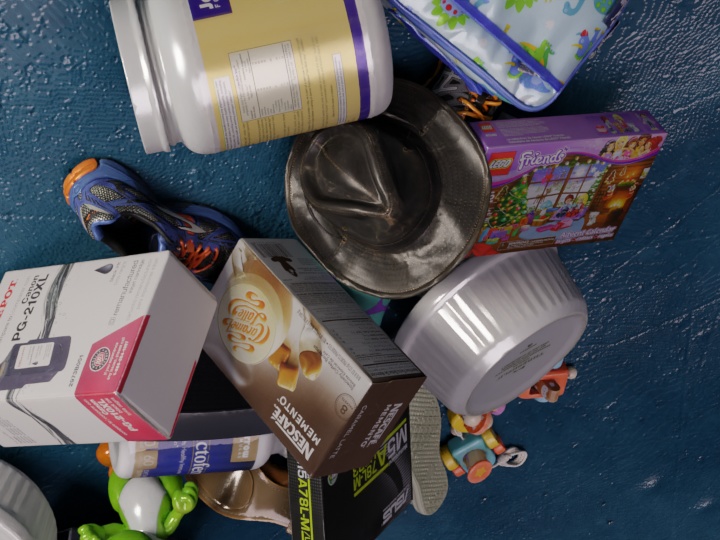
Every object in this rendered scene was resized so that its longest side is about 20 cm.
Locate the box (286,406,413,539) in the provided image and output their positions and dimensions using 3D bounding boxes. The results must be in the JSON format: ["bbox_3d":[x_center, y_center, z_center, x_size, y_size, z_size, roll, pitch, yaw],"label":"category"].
[{"bbox_3d":[-0.008,0.192,1.299,0.047,0.200,0.193,5,109,27],"label":"box"}]

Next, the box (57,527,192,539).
[{"bbox_3d":[-0.256,0.354,1.405,0.200,0.107,0.148,14,158,-28],"label":"box"}]

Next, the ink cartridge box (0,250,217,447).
[{"bbox_3d":[-0.245,0.071,1.116,0.200,0.145,0.084,-6,142,31],"label":"ink cartridge box"}]

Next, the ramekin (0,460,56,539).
[{"bbox_3d":[-0.404,0.273,1.284,0.202,0.094,0.203,4,121,6],"label":"ramekin"}]

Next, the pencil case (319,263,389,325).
[{"bbox_3d":[0.000,0.000,1.216,0.085,0.092,0.200,25,135,2],"label":"pencil case"}]

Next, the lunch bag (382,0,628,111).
[{"bbox_3d":[0.111,-0.234,1.020,0.200,0.082,0.161,36,96,-27],"label":"lunch bag"}]

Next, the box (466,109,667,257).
[{"bbox_3d":[0.171,-0.079,1.168,0.200,0.039,0.137,-7,137,-26],"label":"box"}]

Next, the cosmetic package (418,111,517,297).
[{"bbox_3d":[0.114,-0.056,1.240,0.082,0.051,0.200,17,124,-37],"label":"cosmetic package"}]

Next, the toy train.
[{"bbox_3d":[0.172,0.181,1.472,0.150,0.056,0.200,-1,130,-18],"label":"toy train"}]

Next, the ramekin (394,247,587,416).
[{"bbox_3d":[0.138,0.061,1.272,0.202,0.094,0.202,-31,155,-16],"label":"ramekin"}]

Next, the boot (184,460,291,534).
[{"bbox_3d":[-0.093,0.240,1.418,0.155,0.200,0.077,20,89,-75],"label":"boot"}]

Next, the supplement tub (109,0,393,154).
[{"bbox_3d":[-0.086,-0.173,1.001,0.200,0.145,0.146,-14,134,-7],"label":"supplement tub"}]

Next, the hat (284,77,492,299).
[{"bbox_3d":[0.008,-0.077,1.076,0.201,0.201,0.081,-38,161,16],"label":"hat"}]

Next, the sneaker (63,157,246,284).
[{"bbox_3d":[-0.180,-0.025,1.149,0.200,0.078,0.075,24,120,-34],"label":"sneaker"}]

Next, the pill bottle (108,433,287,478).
[{"bbox_3d":[-0.152,0.148,1.290,0.200,0.116,0.116,-2,131,-18],"label":"pill bottle"}]

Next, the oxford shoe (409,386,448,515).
[{"bbox_3d":[0.057,0.201,1.450,0.075,0.058,0.200,-41,138,-32],"label":"oxford shoe"}]

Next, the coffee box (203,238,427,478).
[{"bbox_3d":[-0.052,0.075,1.143,0.080,0.200,0.114,0,129,-50],"label":"coffee box"}]

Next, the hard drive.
[{"bbox_3d":[-0.168,0.097,1.222,0.200,0.135,0.042,0,145,-18],"label":"hard drive"}]

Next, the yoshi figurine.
[{"bbox_3d":[-0.227,0.255,1.293,0.112,0.200,0.112,18,134,-30],"label":"yoshi figurine"}]

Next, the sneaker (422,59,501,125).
[{"bbox_3d":[0.097,-0.156,1.127,0.078,0.077,0.200,20,120,-31],"label":"sneaker"}]
